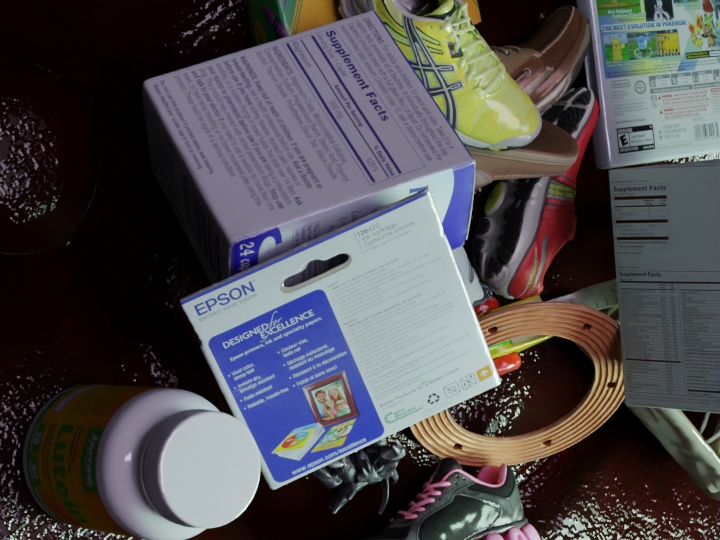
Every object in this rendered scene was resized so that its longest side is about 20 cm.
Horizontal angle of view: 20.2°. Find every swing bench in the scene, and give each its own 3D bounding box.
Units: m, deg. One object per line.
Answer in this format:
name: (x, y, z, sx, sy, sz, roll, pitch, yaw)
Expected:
swing bench: (0.307, 0.070, 1.839, 0.200, 0.130, 0.199, -49, 115, -19)

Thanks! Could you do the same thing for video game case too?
video game case: (0.278, -0.193, 1.869, 0.200, 0.022, 0.182, -10, 94, -42)

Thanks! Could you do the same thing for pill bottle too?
pill bottle: (-0.159, 0.141, 1.481, 0.111, 0.200, 0.111, 1, 88, -33)

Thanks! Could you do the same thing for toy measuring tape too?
toy measuring tape: (0.142, 0.048, 1.751, 0.200, 0.074, 0.074, -18, 99, -21)

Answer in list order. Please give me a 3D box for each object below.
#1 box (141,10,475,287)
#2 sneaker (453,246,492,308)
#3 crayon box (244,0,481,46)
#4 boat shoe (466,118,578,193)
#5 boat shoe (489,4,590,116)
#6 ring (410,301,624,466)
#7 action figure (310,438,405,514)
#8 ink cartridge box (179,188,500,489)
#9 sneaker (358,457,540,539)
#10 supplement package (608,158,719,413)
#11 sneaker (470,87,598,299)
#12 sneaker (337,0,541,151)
box: (-0.041, -0.081, 1.540, 0.200, 0.184, 0.105, -19, 143, -15)
sneaker: (0.026, 0.053, 1.583, 0.200, 0.078, 0.140, -40, 101, -20)
crayon box: (-0.003, -0.243, 1.680, 0.200, 0.058, 0.119, -17, 98, -33)
boat shoe: (0.081, -0.096, 1.684, 0.200, 0.071, 0.065, 6, 121, 4)
boat shoe: (0.127, -0.161, 1.756, 0.074, 0.076, 0.200, 44, 66, -19)
ring: (0.134, 0.095, 1.711, 0.200, 0.200, 0.019, 20, 36, -31)
action figure: (-0.017, 0.116, 1.636, 0.200, 0.102, 0.119, 47, 54, -22)
ink cartridge box: (-0.014, 0.046, 1.499, 0.198, 0.047, 0.200, -24, 125, -3)
sneaker: (0.064, 0.209, 1.708, 0.200, 0.079, 0.095, -7, 88, -41)
supplement package: (0.328, 0.006, 1.677, 0.191, 0.147, 0.200, -8, 95, -39)
sneaker: (0.162, -0.067, 1.786, 0.085, 0.077, 0.200, 33, 78, -40)
sneaker: (0.068, -0.173, 1.611, 0.200, 0.076, 0.075, 41, 60, -5)
